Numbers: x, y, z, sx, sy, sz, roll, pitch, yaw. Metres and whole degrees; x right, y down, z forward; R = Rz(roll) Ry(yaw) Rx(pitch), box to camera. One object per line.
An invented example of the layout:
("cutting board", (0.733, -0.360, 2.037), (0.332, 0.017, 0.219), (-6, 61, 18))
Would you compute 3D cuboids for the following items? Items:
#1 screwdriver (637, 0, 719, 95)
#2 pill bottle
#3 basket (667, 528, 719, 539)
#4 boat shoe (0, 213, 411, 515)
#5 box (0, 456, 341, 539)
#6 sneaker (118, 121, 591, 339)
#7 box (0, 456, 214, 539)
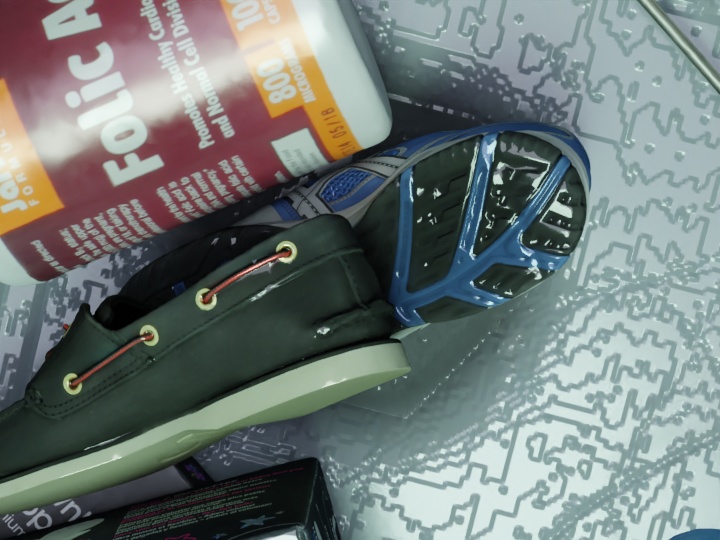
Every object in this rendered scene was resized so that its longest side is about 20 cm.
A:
("screwdriver", (0.129, -0.079, 0.900), (0.029, 0.028, 0.200), (-39, 93, -24))
("pill bottle", (-0.099, -0.063, 0.866), (0.199, 0.114, 0.115), (-22, 96, 5))
("basket", (0.183, 0.191, 0.872), (0.175, 0.139, 0.201), (4, 107, 3))
("boat shoe", (-0.077, 0.040, 0.858), (0.201, 0.074, 0.063), (-24, 81, 26))
("box", (-0.093, 0.162, 0.860), (0.199, 0.115, 0.133), (-15, 98, 5))
("sneaker", (0.000, 0.000, 0.895), (0.199, 0.077, 0.076), (-19, 99, 22))
("box", (-0.126, 0.152, 0.934), (0.200, 0.036, 0.143), (-42, 94, 5))
